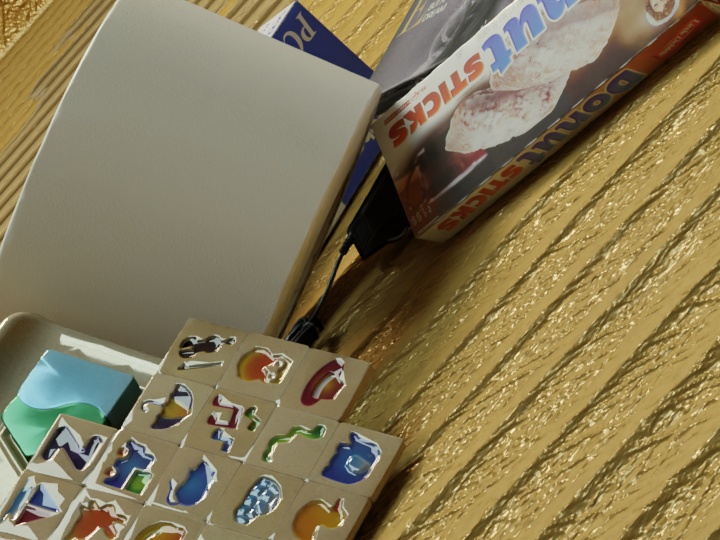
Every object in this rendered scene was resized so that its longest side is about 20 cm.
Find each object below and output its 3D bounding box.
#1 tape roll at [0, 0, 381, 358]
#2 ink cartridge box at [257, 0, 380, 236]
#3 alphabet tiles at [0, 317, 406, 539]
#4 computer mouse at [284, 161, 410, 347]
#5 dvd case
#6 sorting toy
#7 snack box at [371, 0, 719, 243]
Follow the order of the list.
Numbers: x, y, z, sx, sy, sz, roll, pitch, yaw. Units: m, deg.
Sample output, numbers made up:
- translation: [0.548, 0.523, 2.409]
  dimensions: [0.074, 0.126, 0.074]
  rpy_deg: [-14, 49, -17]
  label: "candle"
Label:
- translation: [-0.089, -0.029, 1.519]
  dimensions: [0.203, 0.139, 0.203]
  rpy_deg: [24, -90, -88]
  label: "tape roll"
- translation: [-0.056, -0.053, 1.701]
  dimensions: [0.044, 0.094, 0.200]
  rpy_deg: [-31, 23, 50]
  label: "ink cartridge box"
- translation: [-0.081, 0.108, 1.310]
  dimensions: [0.167, 0.008, 0.200]
  rpy_deg: [13, 56, 29]
  label: "alphabet tiles"
- translation: [0.000, 0.000, 1.541]
  dimensions: [0.200, 0.034, 0.059]
  rpy_deg: [-60, 3, -14]
  label: "computer mouse"
- translation: [0.080, -0.178, 1.598]
  dimensions: [0.149, 0.016, 0.200]
  rpy_deg: [-23, 33, 57]
  label: "dvd case"
- translation: [-0.126, 0.111, 1.347]
  dimensions: [0.200, 0.037, 0.185]
  rpy_deg: [19, 59, 27]
  label: "sorting toy"
- translation: [0.088, -0.098, 1.457]
  dimensions: [0.200, 0.024, 0.072]
  rpy_deg: [-40, 56, 31]
  label: "snack box"
